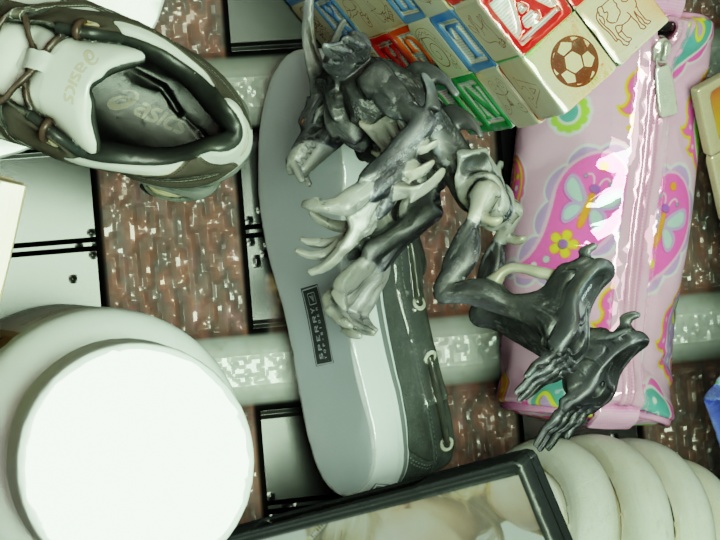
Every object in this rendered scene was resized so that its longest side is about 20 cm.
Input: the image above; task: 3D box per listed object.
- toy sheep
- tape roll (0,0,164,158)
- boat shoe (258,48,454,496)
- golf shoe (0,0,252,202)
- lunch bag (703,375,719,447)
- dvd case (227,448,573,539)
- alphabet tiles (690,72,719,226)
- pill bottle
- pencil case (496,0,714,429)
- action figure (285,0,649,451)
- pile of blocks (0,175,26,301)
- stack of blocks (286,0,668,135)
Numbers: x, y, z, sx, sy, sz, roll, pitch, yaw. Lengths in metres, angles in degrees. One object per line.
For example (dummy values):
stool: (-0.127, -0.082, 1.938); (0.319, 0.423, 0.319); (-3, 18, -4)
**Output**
toy sheep: (0.107, 0.136, 1.082); (0.200, 0.138, 0.138); (23, 84, -35)
tape roll: (-0.182, -0.143, 1.034); (0.202, 0.071, 0.203); (0, 91, -15)
boat shoe: (0.000, 0.000, 1.093); (0.057, 0.069, 0.201); (-9, 93, -37)
golf shoe: (-0.132, -0.085, 0.965); (0.199, 0.094, 0.078); (16, 87, -14)
lunch bag: (0.255, 0.066, 1.113); (0.170, 0.127, 0.200); (-47, 144, -13)
dvd case: (0.018, 0.162, 1.043); (0.018, 0.200, 0.143); (-32, 100, -52)
alphabet tiles: (0.230, -0.058, 1.140); (0.166, 0.006, 0.200); (-28, 117, -23)
pill bottle: (-0.107, 0.071, 0.988); (0.114, 0.200, 0.115); (0, 90, -15)
pencil case: (0.110, -0.029, 1.109); (0.087, 0.087, 0.201); (7, 89, -15)
action figure: (0.020, -0.021, 0.990); (0.102, 0.119, 0.200); (-41, 64, -1)
pile of blocks: (-0.185, 0.043, 0.955); (0.062, 0.082, 0.200); (13, 115, -15)
stack of blocks: (0.035, -0.119, 1.027); (0.059, 0.200, 0.115); (-42, 101, -14)
